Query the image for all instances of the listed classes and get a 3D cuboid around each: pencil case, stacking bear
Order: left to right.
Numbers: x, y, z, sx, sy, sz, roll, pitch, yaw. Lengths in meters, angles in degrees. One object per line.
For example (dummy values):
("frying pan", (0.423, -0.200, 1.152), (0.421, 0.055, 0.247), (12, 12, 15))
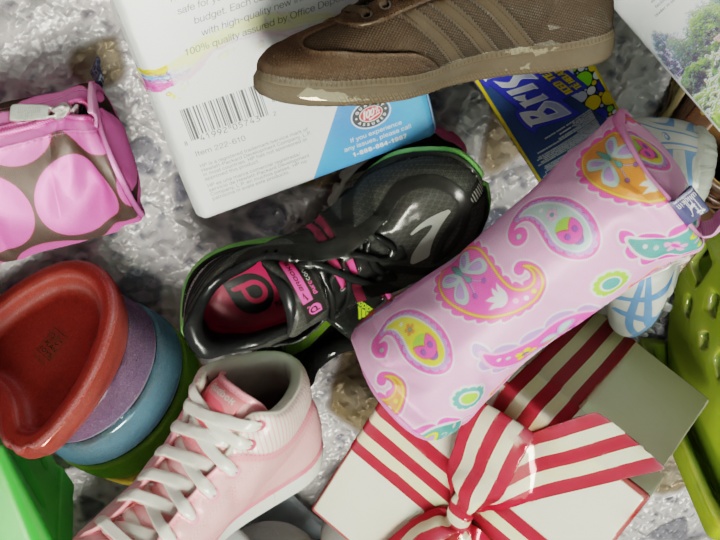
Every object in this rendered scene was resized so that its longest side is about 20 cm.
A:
("pencil case", (-0.224, -0.045, 0.803), (0.198, 0.091, 0.094), (-18, 160, -2))
("stacking bear", (-0.142, 0.091, 0.918), (0.114, 0.121, 0.200), (-51, 138, -8))
("pencil case", (0.090, 0.006, 0.764), (0.200, 0.088, 0.087), (-39, 127, 18))

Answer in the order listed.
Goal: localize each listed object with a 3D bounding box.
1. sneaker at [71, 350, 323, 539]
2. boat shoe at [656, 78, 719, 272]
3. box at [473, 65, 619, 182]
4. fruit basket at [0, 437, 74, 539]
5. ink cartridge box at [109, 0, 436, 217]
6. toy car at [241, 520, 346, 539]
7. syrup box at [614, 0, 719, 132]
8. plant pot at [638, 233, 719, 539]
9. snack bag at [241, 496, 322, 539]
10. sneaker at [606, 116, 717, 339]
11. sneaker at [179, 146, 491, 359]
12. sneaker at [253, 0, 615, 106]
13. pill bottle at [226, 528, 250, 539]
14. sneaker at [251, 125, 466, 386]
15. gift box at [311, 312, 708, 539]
("sneaker", (-0.101, 0.117, 0.836), (0.200, 0.075, 0.105), (-36, 144, -32))
("boat shoe", (0.214, -0.064, 0.921), (0.071, 0.068, 0.201), (8, 124, -21))
("box", (0.084, -0.136, 0.828), (0.064, 0.070, 0.200), (-32, 128, 7))
("fruit basket", (-0.281, 0.194, 0.942), (0.214, 0.156, 0.217), (-3, 110, -9))
("ink cartridge box", (-0.056, -0.148, 0.770), (0.143, 0.085, 0.201), (-20, 131, -2))
("toy car", (-0.003, 0.260, 1.031), (0.199, 0.150, 0.176), (-22, 125, 0))
("syrup box", (0.211, -0.128, 0.812), (0.079, 0.081, 0.200), (-41, 96, 16))
("plant pot", (0.311, 0.078, 0.982), (0.198, 0.200, 0.182), (10, 130, -23))
("snack bag", (-0.079, 0.261, 1.119), (0.188, 0.021, 0.200), (-37, 124, 12))
("sneaker", (0.163, -0.025, 0.867), (0.072, 0.072, 0.201), (13, 150, 10))
("sneaker", (-0.014, 0.000, 0.805), (0.199, 0.084, 0.077), (-29, 108, 19))
("sneaker", (0.036, -0.131, 0.733), (0.199, 0.070, 0.076), (-12, 107, -23))
("pill bottle", (-0.153, 0.229, 0.970), (0.112, 0.113, 0.200), (20, 152, -28))
("sneaker", (0.000, 0.000, 0.897), (0.074, 0.088, 0.200), (33, 112, -33))
("gift box", (0.107, 0.123, 0.911), (0.199, 0.186, 0.185), (34, 119, 16))
